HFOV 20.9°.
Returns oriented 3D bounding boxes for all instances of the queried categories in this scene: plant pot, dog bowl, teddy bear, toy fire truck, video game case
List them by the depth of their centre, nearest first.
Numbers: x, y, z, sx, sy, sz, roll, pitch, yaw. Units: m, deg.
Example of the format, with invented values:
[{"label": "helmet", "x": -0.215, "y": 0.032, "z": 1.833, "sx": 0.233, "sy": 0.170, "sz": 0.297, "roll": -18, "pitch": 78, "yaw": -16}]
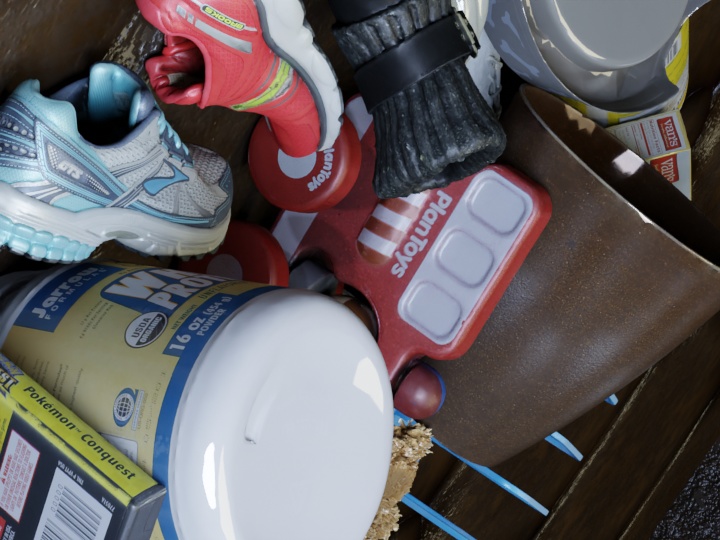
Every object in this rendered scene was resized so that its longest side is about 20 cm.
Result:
[{"label": "video game case", "x": -0.186, "y": 0.126, "z": 0.916, "sx": 0.025, "sy": 0.180, "sz": 0.201, "roll": -25, "pitch": 145, "yaw": -50}, {"label": "toy fire truck", "x": 0.000, "y": 0.000, "z": 1.160, "sx": 0.201, "sy": 0.167, "sz": 0.112, "roll": -59, "pitch": 159, "yaw": 9}, {"label": "dog bowl", "x": 0.147, "y": -0.199, "z": 1.219, "sx": 0.199, "sy": 0.058, "sz": 0.202, "roll": -6, "pitch": 99, "yaw": -41}, {"label": "plant pot", "x": 0.113, "y": 0.020, "z": 1.233, "sx": 0.200, "sy": 0.187, "sz": 0.187, "roll": -52, "pitch": 161, "yaw": 15}, {"label": "teddy bear", "x": -0.032, "y": 0.158, "z": 1.233, "sx": 0.144, "sy": 0.067, "sz": 0.201, "roll": -9, "pitch": 140, "yaw": -21}]

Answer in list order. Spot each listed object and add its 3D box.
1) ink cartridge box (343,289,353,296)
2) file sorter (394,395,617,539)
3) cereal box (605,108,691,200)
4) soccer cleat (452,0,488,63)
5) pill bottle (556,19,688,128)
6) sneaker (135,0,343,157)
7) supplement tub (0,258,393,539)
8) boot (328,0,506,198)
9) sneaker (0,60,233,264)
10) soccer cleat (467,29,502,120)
[{"label": "ink cartridge box", "x": -0.056, "y": 0.127, "z": 1.352, "sx": 0.200, "sy": 0.083, "sz": 0.147, "roll": -42, "pitch": 156, "yaw": -35}, {"label": "file sorter", "x": 0.075, "y": 0.132, "z": 1.363, "sx": 0.201, "sy": 0.122, "sz": 0.139, "roll": -57, "pitch": 162, "yaw": -3}, {"label": "cereal box", "x": 0.143, "y": -0.049, "z": 1.431, "sx": 0.198, "sy": 0.040, "sz": 0.144, "roll": -15, "pitch": 156, "yaw": 3}, {"label": "soccer cleat", "x": 0.049, "y": -0.193, "z": 1.100, "sx": 0.078, "sy": 0.069, "sz": 0.202, "roll": 37, "pitch": 72, "yaw": -73}, {"label": "pill bottle", "x": 0.178, "y": -0.156, "z": 1.400, "sx": 0.115, "sy": 0.114, "sz": 0.200, "roll": -51, "pitch": 160, "yaw": -12}, {"label": "sneaker", "x": -0.068, "y": -0.111, "z": 1.008, "sx": 0.085, "sy": 0.077, "sz": 0.200, "roll": -34, "pitch": 153, "yaw": -2}, {"label": "supplement tub", "x": -0.099, "y": 0.072, "z": 0.945, "sx": 0.144, "sy": 0.199, "sz": 0.146, "roll": -13, "pitch": 106, "yaw": -51}, {"label": "boot", "x": 0.019, "y": -0.126, "z": 0.983, "sx": 0.079, "sy": 0.159, "sz": 0.211, "roll": -14, "pitch": 171, "yaw": 7}, {"label": "sneaker", "x": -0.113, "y": -0.055, "z": 0.960, "sx": 0.200, "sy": 0.077, "sz": 0.087, "roll": -12, "pitch": 127, "yaw": -64}, {"label": "soccer cleat", "x": 0.068, "y": -0.094, "z": 1.288, "sx": 0.068, "sy": 0.085, "sz": 0.201, "roll": -26, "pitch": 145, "yaw": -52}]
